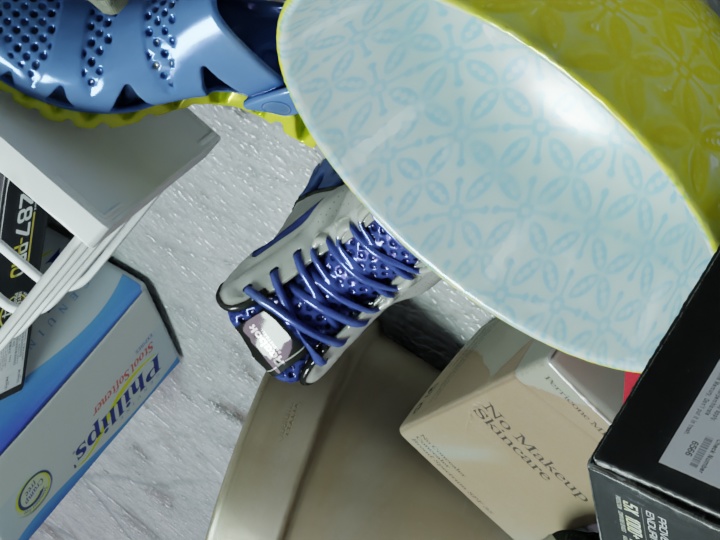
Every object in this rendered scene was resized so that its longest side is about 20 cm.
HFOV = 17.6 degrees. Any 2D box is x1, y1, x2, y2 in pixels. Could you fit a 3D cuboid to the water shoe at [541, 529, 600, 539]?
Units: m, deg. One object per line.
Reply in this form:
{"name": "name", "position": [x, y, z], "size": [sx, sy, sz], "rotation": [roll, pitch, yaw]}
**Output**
{"name": "water shoe", "position": [0.144, 0.147, 1.131], "size": [0.072, 0.079, 0.200], "rotation": [58, -167, 22]}

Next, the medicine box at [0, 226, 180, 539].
{"name": "medicine box", "position": [-0.256, 0.057, 1.538], "size": [0.200, 0.182, 0.103], "rotation": [28, 156, 28]}

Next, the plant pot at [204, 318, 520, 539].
{"name": "plant pot", "position": [0.024, 0.133, 1.260], "size": [0.173, 0.201, 0.200], "rotation": [18, 154, 9]}

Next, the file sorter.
{"name": "file sorter", "position": [-0.176, -0.044, 1.074], "size": [0.139, 0.125, 0.200], "rotation": [41, -162, -1]}

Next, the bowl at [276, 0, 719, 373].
{"name": "bowl", "position": [0.078, -0.069, 0.853], "size": [0.200, 0.108, 0.200], "rotation": [34, 158, 16]}

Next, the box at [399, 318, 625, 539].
{"name": "box", "position": [0.103, 0.062, 1.103], "size": [0.095, 0.078, 0.200], "rotation": [42, 158, -3]}

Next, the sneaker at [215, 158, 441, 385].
{"name": "sneaker", "position": [0.000, 0.000, 1.104], "size": [0.081, 0.115, 0.199], "rotation": [44, 158, -12]}

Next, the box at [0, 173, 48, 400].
{"name": "box", "position": [-0.265, -0.037, 1.426], "size": [0.161, 0.049, 0.201], "rotation": [27, 122, 27]}

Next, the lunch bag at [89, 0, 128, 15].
{"name": "lunch bag", "position": [-0.163, -0.218, 0.957], "size": [0.200, 0.118, 0.164], "rotation": [29, 156, 41]}

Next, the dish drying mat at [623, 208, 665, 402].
{"name": "dish drying mat", "position": [0.116, 0.047, 0.922], "size": [0.018, 0.201, 0.077], "rotation": [6, 155, -2]}

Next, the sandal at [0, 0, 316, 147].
{"name": "sandal", "position": [-0.066, -0.103, 0.987], "size": [0.199, 0.080, 0.087], "rotation": [4, 162, -8]}

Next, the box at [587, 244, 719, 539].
{"name": "box", "position": [0.166, 0.045, 0.794], "size": [0.086, 0.200, 0.164], "rotation": [23, 153, 24]}
